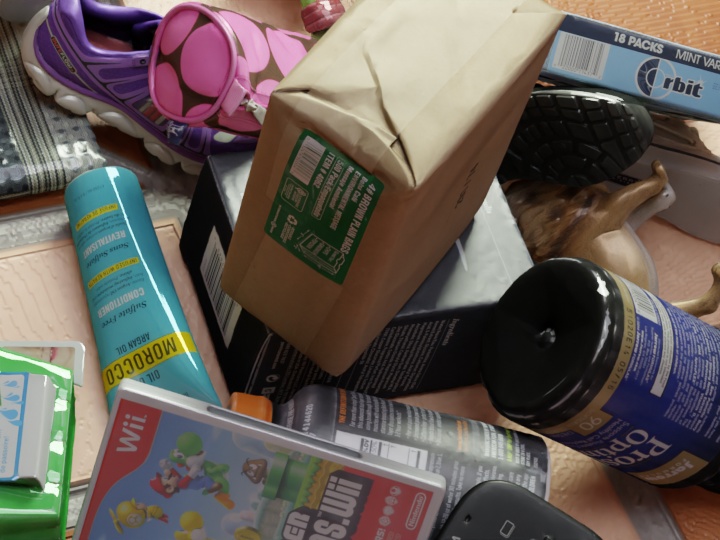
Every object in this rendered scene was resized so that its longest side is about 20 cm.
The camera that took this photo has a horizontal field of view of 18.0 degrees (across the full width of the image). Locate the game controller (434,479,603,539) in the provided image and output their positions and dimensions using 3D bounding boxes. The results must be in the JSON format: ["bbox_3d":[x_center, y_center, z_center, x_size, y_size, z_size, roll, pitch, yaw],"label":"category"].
[{"bbox_3d":[0.063,0.224,1.329,0.104,0.042,0.200,33,83,-11],"label":"game controller"}]

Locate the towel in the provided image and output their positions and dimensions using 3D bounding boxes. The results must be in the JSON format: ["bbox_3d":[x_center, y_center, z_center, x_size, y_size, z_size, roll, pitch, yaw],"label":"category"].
[{"bbox_3d":[-0.289,-0.125,1.551,0.192,0.035,0.200,-11,61,-21],"label":"towel"}]

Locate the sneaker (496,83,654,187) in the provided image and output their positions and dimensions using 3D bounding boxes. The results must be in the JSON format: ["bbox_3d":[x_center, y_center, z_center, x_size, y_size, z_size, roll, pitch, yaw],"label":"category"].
[{"bbox_3d":[0.121,-0.106,1.568,0.088,0.200,0.076,-50,122,-41],"label":"sneaker"}]

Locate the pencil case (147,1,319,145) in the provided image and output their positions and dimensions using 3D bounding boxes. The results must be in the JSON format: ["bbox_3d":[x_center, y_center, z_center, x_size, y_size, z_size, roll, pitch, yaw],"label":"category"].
[{"bbox_3d":[-0.049,-0.117,1.512,0.094,0.091,0.200,28,14,38],"label":"pencil case"}]

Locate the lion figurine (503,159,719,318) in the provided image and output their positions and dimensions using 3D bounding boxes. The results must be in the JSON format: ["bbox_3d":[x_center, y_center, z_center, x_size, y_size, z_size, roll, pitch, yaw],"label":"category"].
[{"bbox_3d":[0.181,0.005,1.565,0.122,0.072,0.200,-30,71,4],"label":"lion figurine"}]

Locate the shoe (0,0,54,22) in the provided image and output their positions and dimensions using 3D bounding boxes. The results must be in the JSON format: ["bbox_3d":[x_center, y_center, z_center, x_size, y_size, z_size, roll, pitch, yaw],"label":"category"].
[{"bbox_3d":[-0.222,-0.237,1.586,0.091,0.071,0.200,47,29,4],"label":"shoe"}]

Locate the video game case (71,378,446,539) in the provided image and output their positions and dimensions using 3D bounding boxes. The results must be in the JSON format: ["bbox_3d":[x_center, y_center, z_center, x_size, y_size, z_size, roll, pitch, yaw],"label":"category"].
[{"bbox_3d":[-0.065,0.157,1.343,0.200,0.143,0.017,17,20,-4],"label":"video game case"}]

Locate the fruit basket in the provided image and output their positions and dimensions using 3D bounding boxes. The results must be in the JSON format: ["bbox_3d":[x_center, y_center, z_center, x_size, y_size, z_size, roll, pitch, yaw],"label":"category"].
[{"bbox_3d":[-0.268,0.109,1.340,0.200,0.094,0.185,7,53,-8],"label":"fruit basket"}]

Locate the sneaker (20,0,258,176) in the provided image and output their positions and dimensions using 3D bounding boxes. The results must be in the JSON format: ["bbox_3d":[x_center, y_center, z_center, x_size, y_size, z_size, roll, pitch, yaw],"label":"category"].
[{"bbox_3d":[-0.131,-0.129,1.547,0.200,0.083,0.081,22,46,-25],"label":"sneaker"}]

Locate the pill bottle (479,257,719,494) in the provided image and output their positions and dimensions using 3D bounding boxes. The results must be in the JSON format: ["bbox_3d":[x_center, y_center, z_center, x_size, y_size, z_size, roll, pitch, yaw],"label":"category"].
[{"bbox_3d":[0.181,0.074,1.451,0.200,0.112,0.112,26,44,-36],"label":"pill bottle"}]

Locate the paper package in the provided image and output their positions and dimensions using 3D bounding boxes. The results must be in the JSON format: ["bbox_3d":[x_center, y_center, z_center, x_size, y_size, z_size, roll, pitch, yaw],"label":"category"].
[{"bbox_3d":[0.016,-0.069,1.357,0.103,0.200,0.191,33,53,9],"label":"paper package"}]

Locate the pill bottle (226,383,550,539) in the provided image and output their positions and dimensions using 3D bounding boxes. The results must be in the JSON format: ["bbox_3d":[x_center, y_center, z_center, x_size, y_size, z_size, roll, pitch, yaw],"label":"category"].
[{"bbox_3d":[0.009,0.131,1.399,0.200,0.106,0.106,14,52,-7],"label":"pill bottle"}]

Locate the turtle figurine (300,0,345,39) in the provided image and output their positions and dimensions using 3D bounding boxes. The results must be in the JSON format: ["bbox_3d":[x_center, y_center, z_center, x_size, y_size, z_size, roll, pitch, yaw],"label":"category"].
[{"bbox_3d":[-0.012,-0.243,1.628,0.194,0.200,0.144,63,26,2],"label":"turtle figurine"}]

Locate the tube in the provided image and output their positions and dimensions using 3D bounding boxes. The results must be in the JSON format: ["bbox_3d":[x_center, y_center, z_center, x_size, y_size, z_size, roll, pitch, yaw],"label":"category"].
[{"bbox_3d":[-0.145,0.026,1.465,0.050,0.077,0.200,33,32,-53],"label":"tube"}]

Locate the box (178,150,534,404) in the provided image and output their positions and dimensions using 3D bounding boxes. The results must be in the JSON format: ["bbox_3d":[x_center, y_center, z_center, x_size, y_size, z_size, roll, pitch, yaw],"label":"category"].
[{"bbox_3d":[0.000,0.000,1.494,0.200,0.104,0.148,-6,56,-21],"label":"box"}]

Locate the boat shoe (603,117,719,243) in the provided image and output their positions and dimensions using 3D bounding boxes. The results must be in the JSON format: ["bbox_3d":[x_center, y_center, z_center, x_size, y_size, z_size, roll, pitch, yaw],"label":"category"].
[{"bbox_3d":[0.219,-0.079,1.646,0.200,0.072,0.066,17,56,6],"label":"boat shoe"}]

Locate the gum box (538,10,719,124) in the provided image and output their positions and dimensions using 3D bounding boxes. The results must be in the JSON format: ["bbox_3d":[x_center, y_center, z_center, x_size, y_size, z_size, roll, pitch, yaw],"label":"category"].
[{"bbox_3d":[0.190,-0.142,1.605,0.170,0.200,0.045,14,95,-12],"label":"gum box"}]
